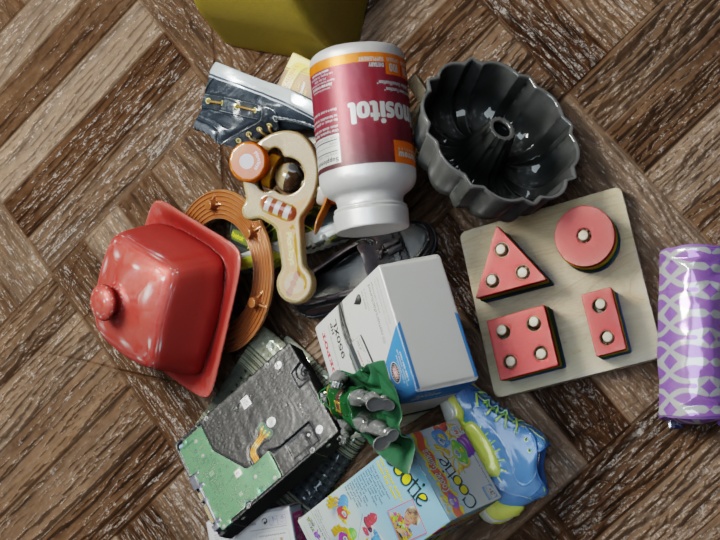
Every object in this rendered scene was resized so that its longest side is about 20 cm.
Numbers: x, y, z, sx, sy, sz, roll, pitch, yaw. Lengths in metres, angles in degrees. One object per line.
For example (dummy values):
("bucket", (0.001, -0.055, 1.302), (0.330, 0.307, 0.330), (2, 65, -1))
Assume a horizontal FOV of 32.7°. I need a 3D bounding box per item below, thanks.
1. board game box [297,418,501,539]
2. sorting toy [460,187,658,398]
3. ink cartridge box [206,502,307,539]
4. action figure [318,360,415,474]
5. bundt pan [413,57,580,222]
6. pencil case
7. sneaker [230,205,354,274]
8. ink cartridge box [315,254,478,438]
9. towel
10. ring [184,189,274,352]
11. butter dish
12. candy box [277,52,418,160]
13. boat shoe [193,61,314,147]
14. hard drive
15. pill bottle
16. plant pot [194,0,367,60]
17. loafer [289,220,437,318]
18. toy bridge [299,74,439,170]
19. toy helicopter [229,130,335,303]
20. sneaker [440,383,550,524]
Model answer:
("board game box", (0.041, 0.267, 1.373), (0.200, 0.102, 0.106), (-43, 69, 35))
("sorting toy", (0.221, 0.023, 1.396), (0.197, 0.069, 0.202), (-16, 77, 18))
("ink cartridge box", (-0.110, 0.389, 1.472), (0.118, 0.042, 0.204), (-14, 82, 23))
("action figure", (-0.005, 0.148, 1.330), (0.054, 0.200, 0.120), (-10, 95, -18))
("bundt pan", (0.147, -0.139, 1.402), (0.203, 0.200, 0.076), (57, 145, 18))
("pencil case", (0.366, 0.071, 1.331), (0.084, 0.084, 0.204), (3, 84, -15))
("sneaker", (-0.081, -0.060, 1.514), (0.197, 0.074, 0.086), (-20, 81, 17))
("ink cartridge box", (0.035, 0.091, 1.386), (0.083, 0.200, 0.147), (-9, 72, -27))
("towel", (-0.100, 0.198, 1.516), (0.199, 0.034, 0.194), (38, 99, 19))
("ring", (-0.179, 0.001, 1.531), (0.198, 0.019, 0.204), (3, 95, 44))
("butter dish", (-0.261, 0.035, 1.499), (0.198, 0.146, 0.203), (29, 112, 40))
("candy box", (-0.022, -0.173, 1.522), (0.198, 0.055, 0.117), (30, 94, 21))
("boat shoe", (-0.113, -0.180, 1.496), (0.198, 0.071, 0.092), (24, 95, 28))
("hard drive", (-0.119, 0.204, 1.465), (0.200, 0.038, 0.140), (-41, 56, 11))
("pill bottle", (0.005, -0.145, 1.381), (0.111, 0.113, 0.204), (-8, 83, 19))
("plant pot", (-0.105, -0.386, 1.508), (0.191, 0.200, 0.199), (14, 88, 21))
("loafer", (0.000, 0.000, 1.485), (0.198, 0.063, 0.073), (-29, 74, 14))
("toy bridge", (0.014, -0.148, 1.461), (0.199, 0.027, 0.068), (-37, 75, 14))
("toy helicopter", (-0.074, -0.063, 1.441), (0.130, 0.079, 0.204), (-7, 88, 10))
("sneaker", (0.157, 0.179, 1.399), (0.104, 0.076, 0.203), (-21, 82, 14))
